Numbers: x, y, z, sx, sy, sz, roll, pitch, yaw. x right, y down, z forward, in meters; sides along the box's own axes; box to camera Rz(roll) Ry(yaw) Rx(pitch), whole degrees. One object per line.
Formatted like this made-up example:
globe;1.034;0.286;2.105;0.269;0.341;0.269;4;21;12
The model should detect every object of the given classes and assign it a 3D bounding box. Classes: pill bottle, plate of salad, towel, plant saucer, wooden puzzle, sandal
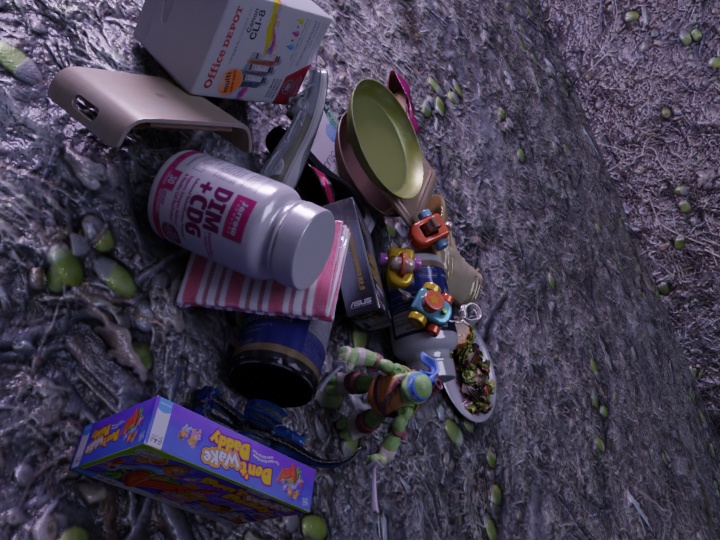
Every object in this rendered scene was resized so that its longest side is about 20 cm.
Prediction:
pill bottle;0.100;0.083;1.062;0.110;0.110;0.203;14;60;-47
plate of salad;0.208;0.180;1.203;0.199;0.048;0.203;30;49;-41
towel;-0.118;-0.006;0.797;0.030;0.197;0.148;86;11;-52
plant saucer;0.036;-0.205;1.029;0.199;0.031;0.203;32;49;-45
pill bottle;-0.136;-0.057;0.746;0.114;0.198;0.114;-53;156;-37
plant saucer;0.019;-0.181;1.112;0.199;0.034;0.203;31;47;-40
wooden puzzle;0.060;-0.181;1.114;0.201;0.037;0.186;55;36;-24
sandal;-0.075;-0.134;0.995;0.200;0.075;0.045;45;38;-16
pill bottle;-0.090;0.063;0.827;0.112;0.111;0.202;41;42;-31

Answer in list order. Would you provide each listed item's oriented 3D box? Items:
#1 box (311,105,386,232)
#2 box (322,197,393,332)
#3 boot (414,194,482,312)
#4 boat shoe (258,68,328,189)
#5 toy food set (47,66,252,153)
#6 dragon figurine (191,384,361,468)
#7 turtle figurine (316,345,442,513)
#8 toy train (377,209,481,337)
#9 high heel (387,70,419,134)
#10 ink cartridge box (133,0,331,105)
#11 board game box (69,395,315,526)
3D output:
box;-0.033;-0.165;1.092;0.201;0.036;0.145;52;38;-22
box;0.000;0.000;0.953;0.200;0.048;0.161;57;19;-76
boot;0.173;-0.032;1.253;0.155;0.072;0.203;30;51;-39
boat shoe;-0.097;-0.197;0.926;0.064;0.205;0.074;20;6;-9
toy food set;-0.245;-0.181;0.773;0.143;0.061;0.199;36;27;26
dragon figurine;-0.105;0.182;0.708;0.059;0.197;0.100;-64;146;-27
turtle figurine;-0.006;0.176;0.824;0.144;0.194;0.200;43;64;-6
toy train;0.114;-0.002;1.007;0.148;0.056;0.202;-19;73;-18
high heel;0.071;-0.322;1.286;0.097;0.067;0.201;57;21;-29
ink cartridge box;-0.172;-0.330;0.874;0.145;0.146;0.199;45;31;21
board game box;-0.162;0.198;0.641;0.199;0.133;0.045;37;44;-34
